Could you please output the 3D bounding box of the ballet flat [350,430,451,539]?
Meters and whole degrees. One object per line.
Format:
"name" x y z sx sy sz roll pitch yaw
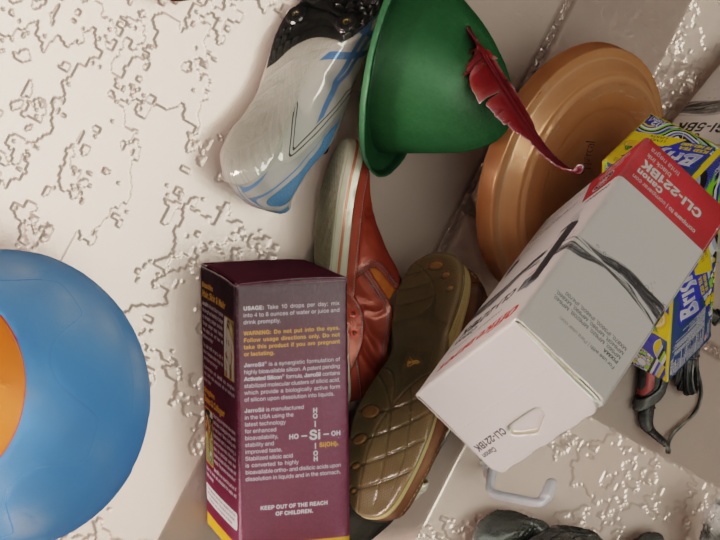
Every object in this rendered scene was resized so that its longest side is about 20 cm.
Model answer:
"ballet flat" 0.034 0.128 1.537 0.068 0.068 0.201 31 86 -22

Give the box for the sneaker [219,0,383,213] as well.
"sneaker" -0.035 -0.134 1.487 0.201 0.072 0.072 -59 145 -11

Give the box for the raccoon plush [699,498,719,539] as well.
"raccoon plush" 0.242 0.288 1.630 0.133 0.097 0.202 -7 92 -12

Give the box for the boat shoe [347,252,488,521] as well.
"boat shoe" 0.049 0.090 1.474 0.067 0.072 0.201 31 72 -45

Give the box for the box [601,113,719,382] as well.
"box" 0.222 -0.014 1.505 0.064 0.070 0.201 -42 146 -31

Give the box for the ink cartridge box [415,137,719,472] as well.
"ink cartridge box" 0.144 0.025 1.381 0.084 0.144 0.200 42 54 -4

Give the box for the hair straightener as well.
"hair straightener" 0.262 0.048 1.624 0.076 0.041 0.202 1 96 -20

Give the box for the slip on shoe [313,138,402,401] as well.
"slip on shoe" 0.000 0.000 1.505 0.061 0.074 0.202 -5 104 -11

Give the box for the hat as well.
"hat" 0.104 -0.125 1.434 0.175 0.166 0.201 13 61 16

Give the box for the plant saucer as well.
"plant saucer" 0.165 -0.072 1.528 0.200 0.032 0.202 -25 126 -38

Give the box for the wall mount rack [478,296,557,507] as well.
"wall mount rack" 0.133 0.073 1.526 0.074 0.201 0.175 9 56 13

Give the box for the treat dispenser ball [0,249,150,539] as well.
"treat dispenser ball" -0.241 0.087 1.361 0.199 0.201 0.202 -3 98 -19

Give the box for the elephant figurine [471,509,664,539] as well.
"elephant figurine" 0.141 0.250 1.575 0.141 0.155 0.201 28 74 13

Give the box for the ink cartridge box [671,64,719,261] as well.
"ink cartridge box" 0.322 -0.103 1.541 0.200 0.146 0.083 -48 121 -25

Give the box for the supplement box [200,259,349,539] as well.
"supplement box" -0.063 0.098 1.474 0.085 0.110 0.202 -3 98 -17
